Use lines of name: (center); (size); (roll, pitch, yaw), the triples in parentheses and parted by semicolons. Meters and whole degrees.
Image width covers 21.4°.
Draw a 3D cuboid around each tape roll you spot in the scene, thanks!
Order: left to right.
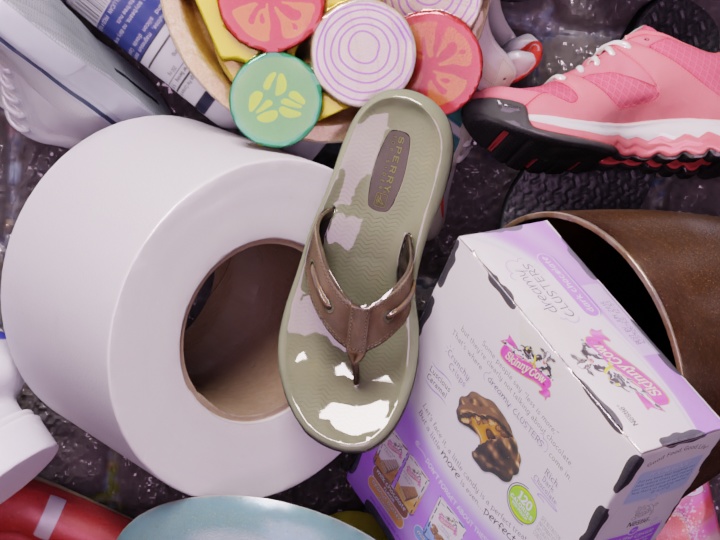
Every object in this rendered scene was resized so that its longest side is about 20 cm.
tape roll: (-0.093, 0.019, 1.120); (0.202, 0.139, 0.204); (-12, 111, -34)

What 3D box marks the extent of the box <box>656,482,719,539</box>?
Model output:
box: (0.126, 0.183, 1.211); (0.199, 0.095, 0.103); (-14, 99, 1)

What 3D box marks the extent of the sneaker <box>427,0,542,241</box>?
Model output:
sneaker: (0.063, -0.108, 1.162); (0.093, 0.070, 0.201); (3, 114, 7)

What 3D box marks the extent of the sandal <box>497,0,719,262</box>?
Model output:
sandal: (0.157, -0.081, 1.204); (0.075, 0.048, 0.201); (38, 83, -8)

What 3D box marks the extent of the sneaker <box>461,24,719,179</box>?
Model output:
sneaker: (0.152, -0.105, 1.152); (0.199, 0.074, 0.087); (3, 78, -19)

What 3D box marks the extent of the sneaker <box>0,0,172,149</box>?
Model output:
sneaker: (-0.186, -0.113, 1.130); (0.071, 0.200, 0.073); (-35, 54, 9)

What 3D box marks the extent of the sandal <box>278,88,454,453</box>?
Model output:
sandal: (-0.001, -0.001, 1.039); (0.079, 0.057, 0.202); (11, 92, 7)

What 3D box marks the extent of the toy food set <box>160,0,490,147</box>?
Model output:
toy food set: (-0.014, -0.168, 1.078); (0.199, 0.049, 0.199); (-25, 97, -4)

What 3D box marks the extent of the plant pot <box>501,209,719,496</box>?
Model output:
plant pot: (0.195, 0.042, 1.144); (0.199, 0.186, 0.188); (-12, 100, -36)

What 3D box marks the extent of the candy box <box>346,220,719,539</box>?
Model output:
candy box: (0.091, 0.102, 1.067); (0.071, 0.168, 0.201); (-10, 139, -37)

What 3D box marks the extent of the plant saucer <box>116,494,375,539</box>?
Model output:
plant saucer: (-0.054, 0.204, 1.116); (0.199, 0.028, 0.201); (8, 137, 8)

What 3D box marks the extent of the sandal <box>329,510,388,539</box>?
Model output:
sandal: (-0.013, 0.262, 1.226); (0.079, 0.087, 0.201); (0, 100, -3)

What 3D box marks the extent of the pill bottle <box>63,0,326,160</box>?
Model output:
pill bottle: (-0.085, -0.157, 1.153); (0.200, 0.111, 0.111); (39, 96, -6)

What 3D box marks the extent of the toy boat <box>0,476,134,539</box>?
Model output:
toy boat: (-0.195, 0.214, 1.193); (0.199, 0.131, 0.131); (24, 97, -4)

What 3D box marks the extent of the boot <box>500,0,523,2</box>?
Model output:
boot: (0.063, -0.251, 1.125); (0.070, 0.132, 0.200); (-43, 98, -15)

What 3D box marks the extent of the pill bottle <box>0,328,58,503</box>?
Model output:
pill bottle: (-0.275, 0.054, 1.159); (0.112, 0.112, 0.200); (-39, 82, 5)
